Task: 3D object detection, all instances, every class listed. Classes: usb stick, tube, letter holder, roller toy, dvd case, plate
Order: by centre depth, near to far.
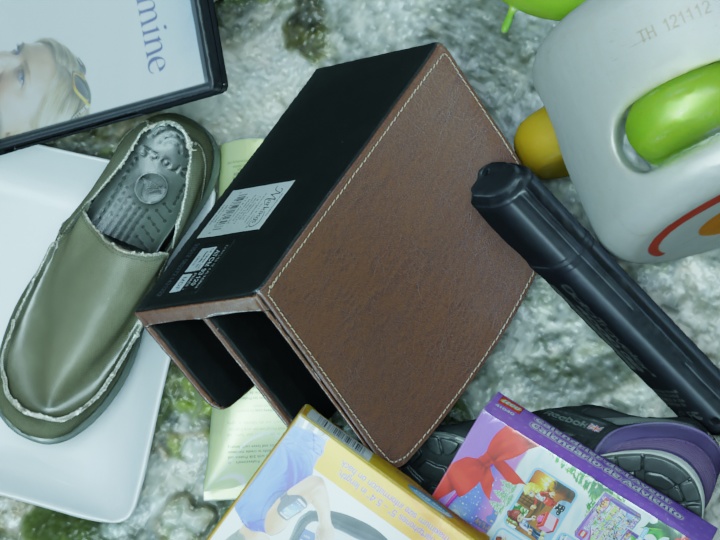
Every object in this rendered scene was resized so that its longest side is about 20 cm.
[{"bbox_3d":[0.000,0.000,1.603,0.142,0.101,0.200,53,52,-25],"label":"letter holder"},{"bbox_3d":[0.135,0.016,1.608,0.200,0.055,0.033,45,74,-19],"label":"usb stick"},{"bbox_3d":[0.191,-0.098,1.608,0.182,0.200,0.140,-16,76,-22],"label":"roller toy"},{"bbox_3d":[-0.167,-0.143,1.612,0.200,0.018,0.143,-13,84,31],"label":"dvd case"},{"bbox_3d":[-0.052,0.028,1.653,0.058,0.052,0.200,-10,78,37],"label":"tube"},{"bbox_3d":[-0.198,0.026,1.660,0.199,0.032,0.200,13,78,3],"label":"plate"}]

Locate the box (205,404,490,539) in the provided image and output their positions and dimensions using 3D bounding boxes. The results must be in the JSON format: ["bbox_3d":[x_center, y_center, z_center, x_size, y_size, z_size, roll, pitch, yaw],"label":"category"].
[{"bbox_3d":[-0.039,0.183,1.522,0.119,0.041,0.200,36,95,1],"label":"box"}]

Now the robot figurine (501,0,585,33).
[{"bbox_3d":[0.130,-0.223,1.646,0.116,0.175,0.200,30,112,-17],"label":"robot figurine"}]

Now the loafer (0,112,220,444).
[{"bbox_3d":[-0.141,-0.002,1.614,0.075,0.070,0.200,23,78,5],"label":"loafer"}]

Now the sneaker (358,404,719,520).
[{"bbox_3d":[0.097,0.110,1.626,0.200,0.088,0.076,4,113,19],"label":"sneaker"}]

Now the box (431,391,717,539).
[{"bbox_3d":[0.079,0.183,1.573,0.137,0.039,0.200,32,109,7],"label":"box"}]
